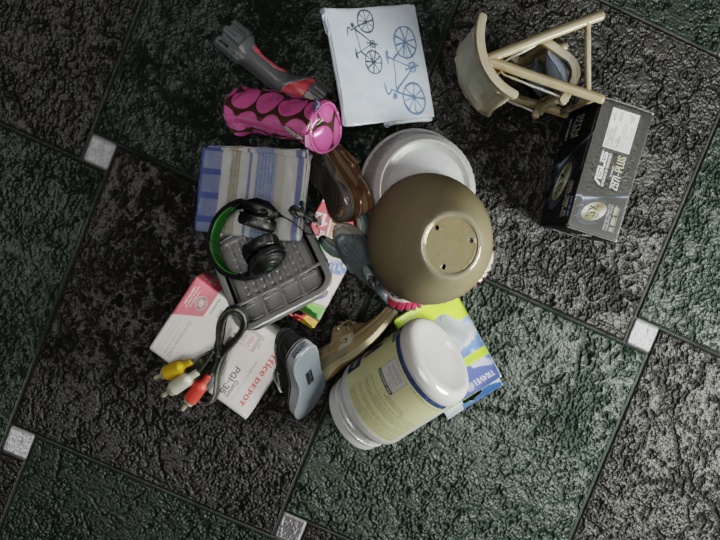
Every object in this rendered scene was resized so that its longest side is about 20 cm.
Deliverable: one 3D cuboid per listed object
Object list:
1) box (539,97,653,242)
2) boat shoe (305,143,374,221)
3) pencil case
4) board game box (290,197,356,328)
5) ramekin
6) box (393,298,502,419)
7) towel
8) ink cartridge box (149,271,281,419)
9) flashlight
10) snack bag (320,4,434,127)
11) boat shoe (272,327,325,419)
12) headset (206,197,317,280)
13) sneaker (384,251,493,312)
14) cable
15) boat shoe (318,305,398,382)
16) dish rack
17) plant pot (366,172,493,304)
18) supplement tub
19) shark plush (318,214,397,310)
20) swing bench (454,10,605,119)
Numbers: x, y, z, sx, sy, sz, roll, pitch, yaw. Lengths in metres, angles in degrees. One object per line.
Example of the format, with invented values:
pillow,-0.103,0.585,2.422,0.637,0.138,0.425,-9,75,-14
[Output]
box,0.372,-0.156,1.255,0.084,0.164,0.205,15,94,-2
boat shoe,-0.036,-0.158,1.261,0.070,0.076,0.203,-6,54,-27
pencil case,-0.128,-0.237,1.228,0.094,0.196,0.092,-48,138,-33
board game box,-0.070,-0.011,1.320,0.094,0.030,0.203,29,95,-3
ramekin,0.096,-0.128,1.271,0.196,0.094,0.209,-1,95,-9
box,0.149,0.139,1.324,0.120,0.048,0.203,-30,93,1
towel,-0.176,-0.128,1.279,0.195,0.024,0.151,5,89,17
ink cartridge box,-0.222,0.122,1.294,0.198,0.083,0.148,36,92,-3
flashlight,-0.140,-0.329,1.283,0.199,0.068,0.068,40,96,1
snack bag,0.030,-0.325,1.257,0.196,0.021,0.194,-15,97,-35
boat shoe,-0.105,0.162,1.234,0.068,0.201,0.073,37,66,25
headset,-0.158,-0.058,1.205,0.195,0.094,0.127,-14,77,22
sneaker,0.131,-0.003,1.274,0.196,0.081,0.076,-24,122,-17
cable,-0.231,0.143,1.206,0.097,0.050,0.199,46,116,-4
boat shoe,-0.024,0.116,1.295,0.199,0.072,0.065,-40,85,19
dish rack,-0.144,-0.005,1.267,0.169,0.044,0.203,-26,59,-3
plant pot,0.117,-0.042,1.165,0.194,0.134,0.207,-1,97,-11
supplement tub,0.058,0.184,1.246,0.199,0.145,0.146,-38,94,30
shark plush,0.000,0.000,1.275,0.089,0.084,0.203,-24,124,-4
swing bench,0.255,-0.312,1.224,0.194,0.199,0.134,-1,94,-1
